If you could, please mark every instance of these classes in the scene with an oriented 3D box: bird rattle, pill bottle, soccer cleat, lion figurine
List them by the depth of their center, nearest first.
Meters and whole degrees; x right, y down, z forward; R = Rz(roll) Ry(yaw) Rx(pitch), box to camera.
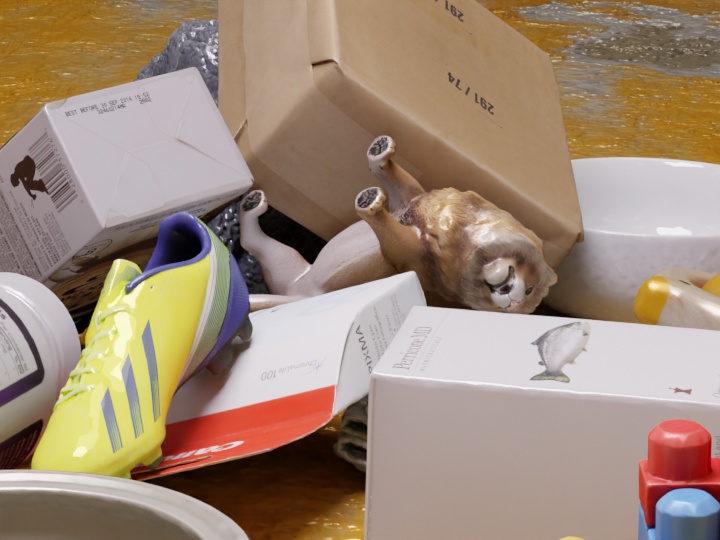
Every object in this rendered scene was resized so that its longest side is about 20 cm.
[{"bbox_3d":[-0.118,0.043,1.413,0.065,0.084,0.200,-12,25,31],"label":"soccer cleat"},{"bbox_3d":[-0.221,0.064,1.422,0.111,0.112,0.200,8,17,21],"label":"pill bottle"},{"bbox_3d":[0.234,0.031,1.524,0.163,0.113,0.200,24,20,21],"label":"bird rattle"},{"bbox_3d":[0.000,0.000,1.586,0.200,0.123,0.073,-17,45,26],"label":"lion figurine"}]

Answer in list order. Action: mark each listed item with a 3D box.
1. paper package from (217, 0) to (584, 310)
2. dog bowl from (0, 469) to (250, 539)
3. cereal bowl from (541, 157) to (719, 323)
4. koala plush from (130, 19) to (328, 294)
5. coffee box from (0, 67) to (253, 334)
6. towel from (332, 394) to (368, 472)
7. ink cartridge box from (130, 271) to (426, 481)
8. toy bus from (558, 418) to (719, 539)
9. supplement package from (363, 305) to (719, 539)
[{"bbox_3d":[0.021,-0.093,1.671,0.200,0.103,0.191,32,31,-27],"label":"paper package"},{"bbox_3d":[-0.145,0.151,1.200,0.199,0.074,0.200,2,16,-1],"label":"dog bowl"},{"bbox_3d":[0.179,-0.008,1.766,0.199,0.084,0.200,2,17,-1],"label":"cereal bowl"},{"bbox_3d":[-0.046,-0.059,1.799,0.200,0.184,0.177,4,12,-38],"label":"koala plush"},{"bbox_3d":[-0.166,-0.025,1.602,0.113,0.080,0.200,-19,-13,-42],"label":"coffee box"},{"bbox_3d":[0.098,0.080,1.526,0.171,0.048,0.200,12,19,24],"label":"towel"},{"bbox_3d":[-0.072,0.061,1.474,0.160,0.047,0.200,-14,7,28],"label":"ink cartridge box"},{"bbox_3d":[0.155,0.151,1.028,0.199,0.193,0.136,3,15,-1],"label":"toy bus"},{"bbox_3d":[0.109,0.094,1.346,0.199,0.118,0.117,4,17,10],"label":"supplement package"}]
